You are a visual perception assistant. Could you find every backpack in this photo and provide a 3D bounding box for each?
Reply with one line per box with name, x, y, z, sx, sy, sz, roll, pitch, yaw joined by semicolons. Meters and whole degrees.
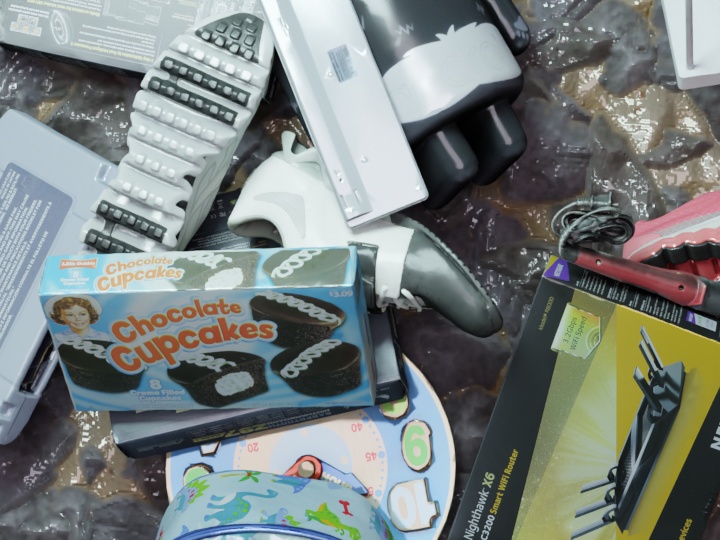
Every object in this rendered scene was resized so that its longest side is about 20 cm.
backpack;-0.057;0.241;1.447;0.181;0.147;0.202;4;112;4

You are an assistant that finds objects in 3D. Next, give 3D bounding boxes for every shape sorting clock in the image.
shape sorting clock;-0.034;0.134;1.535;0.198;0.039;0.202;0;87;4

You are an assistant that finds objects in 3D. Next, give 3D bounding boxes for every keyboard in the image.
keyboard;-0.018;-0.128;1.442;0.056;0.011;0.201;-21;83;-7

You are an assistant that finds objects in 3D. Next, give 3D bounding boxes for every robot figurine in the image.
robot figurine;0.030;-0.144;1.505;0.124;0.150;0.201;-33;82;25

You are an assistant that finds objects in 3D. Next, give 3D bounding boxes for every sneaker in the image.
sneaker;0.263;-0.034;1.497;0.198;0.087;0.074;-16;121;8
sneaker;-0.116;-0.076;1.475;0.075;0.081;0.201;30;93;11
sneaker;0.000;0.000;1.459;0.199;0.074;0.089;35;76;24

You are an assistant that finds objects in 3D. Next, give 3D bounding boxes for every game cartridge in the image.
game cartridge;-0.242;0.000;1.535;0.133;0.041;0.201;29;93;28

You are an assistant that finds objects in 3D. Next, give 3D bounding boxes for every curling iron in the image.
curling iron;0.213;0.005;1.452;0.199;0.026;0.050;25;121;-15

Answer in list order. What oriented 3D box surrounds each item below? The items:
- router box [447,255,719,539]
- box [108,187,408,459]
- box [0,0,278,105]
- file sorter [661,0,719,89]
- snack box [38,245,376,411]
router box;0.162;0.112;1.482;0.156;0.052;0.201;20;109;6
box;-0.079;0.027;1.523;0.198;0.051;0.159;-14;71;4
box;-0.141;-0.213;1.561;0.198;0.044;0.162;11;88;5
file sorter;0.292;-0.223;1.462;0.198;0.125;0.140;-8;54;4
snack box;-0.094;0.039;1.432;0.198;0.117;0.037;-2;47;8
